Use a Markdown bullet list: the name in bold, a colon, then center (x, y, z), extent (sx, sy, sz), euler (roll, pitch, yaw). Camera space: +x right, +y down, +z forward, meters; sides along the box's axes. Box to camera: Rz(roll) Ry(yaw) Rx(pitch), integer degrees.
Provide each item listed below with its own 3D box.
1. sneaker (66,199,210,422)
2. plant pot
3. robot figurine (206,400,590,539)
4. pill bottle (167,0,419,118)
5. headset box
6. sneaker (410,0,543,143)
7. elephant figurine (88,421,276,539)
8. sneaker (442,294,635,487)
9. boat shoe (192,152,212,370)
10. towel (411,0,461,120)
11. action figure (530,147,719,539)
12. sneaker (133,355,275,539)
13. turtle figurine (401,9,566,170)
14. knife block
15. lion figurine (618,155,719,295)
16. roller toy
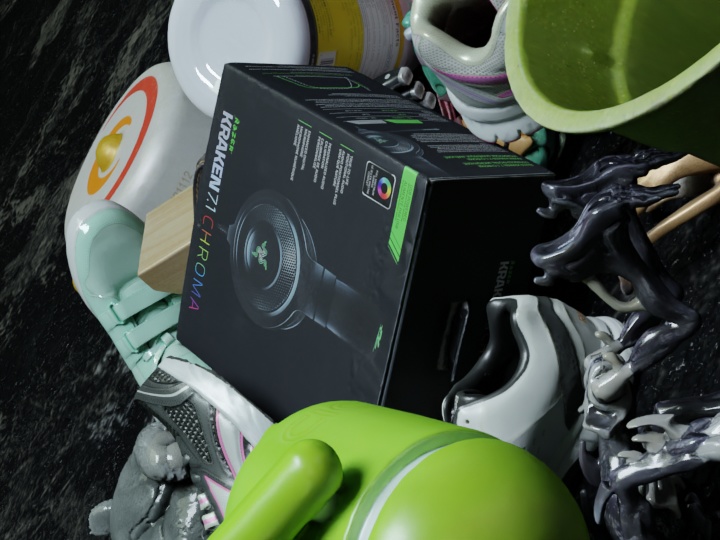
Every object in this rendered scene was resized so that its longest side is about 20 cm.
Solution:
- **sneaker**: center (-0.131, 0.043, 1.112), extent (0.073, 0.202, 0.118), euler (-33, 23, -21)
- **plant pot**: center (0.189, -0.099, 0.601), extent (0.200, 0.189, 0.201), euler (-43, 31, 35)
- **robot figurine**: center (0.018, 0.121, 0.678), extent (0.199, 0.175, 0.116), euler (7, 67, 54)
- **pill bottle**: center (-0.034, -0.163, 1.091), extent (0.112, 0.112, 0.200), euler (-47, -15, 29)
- **headset box**: center (0.000, 0.000, 0.857), extent (0.200, 0.092, 0.176), euler (34, 119, 44)
- **sneaker**: center (0.104, -0.131, 0.752), extent (0.199, 0.088, 0.082), euler (-28, 52, 34)
- **elephant figurine**: center (-0.083, 0.194, 0.923), extent (0.156, 0.140, 0.201), euler (104, 159, -55)
- **sneaker**: center (0.060, 0.103, 0.779), extent (0.074, 0.080, 0.201), euler (13, 78, 62)
- **boat shoe**: center (-0.067, 0.023, 0.996), extent (0.074, 0.202, 0.073), euler (-5, 20, 24)
- **towel**: center (0.048, -0.175, 1.034), extent (0.023, 0.145, 0.201), euler (-14, 33, 6)
- **action figure**: center (0.132, 0.056, 0.641), extent (0.101, 0.202, 0.119), euler (-12, 15, 13)
- **sneaker**: center (-0.058, 0.128, 0.842), extent (0.200, 0.080, 0.086), euler (38, 80, 25)
- **turtle figurine**: center (0.066, -0.068, 0.914), extent (0.200, 0.100, 0.151), euler (-47, 52, 33)
- **knife block**: center (-0.043, -0.060, 1.041), extent (0.064, 0.198, 0.177), euler (-90, 7, -47)
- **lion figurine**: center (0.173, -0.093, 0.787), extent (0.122, 0.072, 0.202), euler (-16, 63, 32)
- **roller toy**: center (-0.157, -0.070, 1.303), extent (0.200, 0.139, 0.184), euler (-29, 40, 51)
